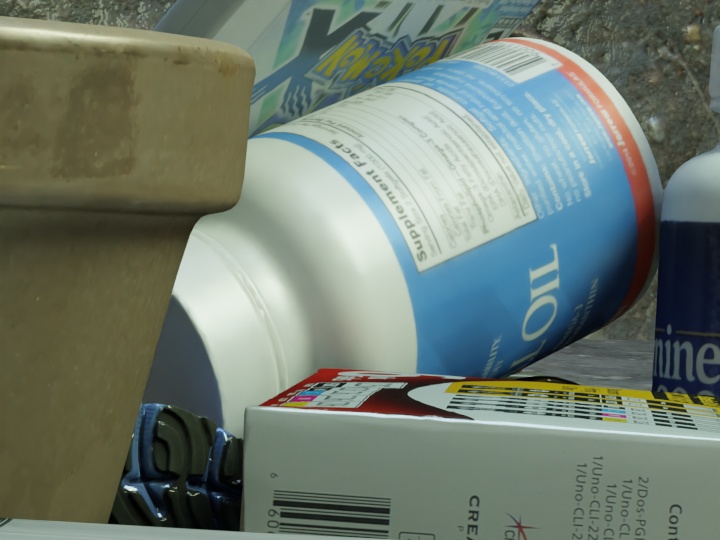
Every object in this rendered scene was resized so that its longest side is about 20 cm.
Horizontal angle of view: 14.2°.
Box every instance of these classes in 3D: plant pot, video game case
[{"bbox_3d":[-0.128,0.023,0.735,0.200,0.175,0.200,2,1,0],"label":"plant pot"},{"bbox_3d":[-0.037,-0.046,1.010,0.022,0.182,0.200,50,24,17],"label":"video game case"}]

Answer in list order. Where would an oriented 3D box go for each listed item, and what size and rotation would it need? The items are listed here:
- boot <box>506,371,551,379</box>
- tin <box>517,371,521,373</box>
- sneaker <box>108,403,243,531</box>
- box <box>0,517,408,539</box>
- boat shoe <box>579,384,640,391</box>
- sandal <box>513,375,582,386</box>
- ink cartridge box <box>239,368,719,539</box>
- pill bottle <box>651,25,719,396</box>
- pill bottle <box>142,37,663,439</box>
[{"bbox_3d":[-0.001,0.075,1.075,0.182,0.073,0.200,-10,-7,7],"label":"boot"},{"bbox_3d":[-0.031,0.034,1.084,0.200,0.042,0.112,-7,4,-34],"label":"tin"},{"bbox_3d":[-0.115,0.074,0.864,0.200,0.075,0.078,4,-3,-21],"label":"sneaker"},{"bbox_3d":[-0.047,0.088,0.598,0.200,0.060,0.117,3,1,3],"label":"box"},{"bbox_3d":[0.089,0.079,1.202,0.200,0.067,0.057,-1,3,42],"label":"boat shoe"},{"bbox_3d":[0.064,0.070,1.029,0.080,0.057,0.201,-39,-23,26],"label":"sandal"},{"bbox_3d":[0.062,0.077,0.801,0.175,0.084,0.200,4,1,4],"label":"ink cartridge box"},{"bbox_3d":[0.155,0.019,0.980,0.111,0.200,0.111,3,0,0],"label":"pill bottle"},{"bbox_3d":[0.000,0.000,0.979,0.200,0.112,0.112,-25,19,-37],"label":"pill bottle"}]
